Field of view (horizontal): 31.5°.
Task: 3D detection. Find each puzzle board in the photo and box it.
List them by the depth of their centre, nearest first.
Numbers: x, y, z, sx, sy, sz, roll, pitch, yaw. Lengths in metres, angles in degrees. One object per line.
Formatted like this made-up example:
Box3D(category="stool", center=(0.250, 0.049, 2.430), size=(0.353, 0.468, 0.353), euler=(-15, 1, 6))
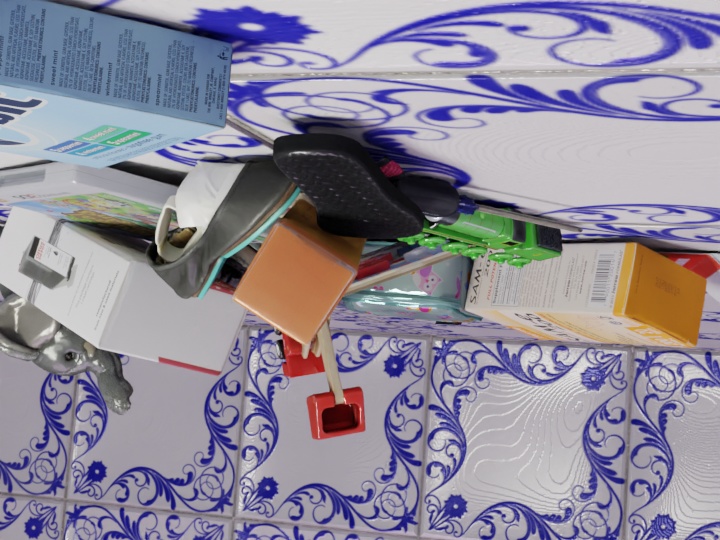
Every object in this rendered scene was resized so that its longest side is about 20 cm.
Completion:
Box3D(category="puzzle board", center=(0.000, 0.000, 1.156), size=(0.199, 0.017, 0.151), euler=(-19, -173, -10))

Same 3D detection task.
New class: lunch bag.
Box3D(category="lunch bag", center=(0.046, 0.013, 1.363), size=(0.160, 0.077, 0.200), euler=(2, 174, 17))

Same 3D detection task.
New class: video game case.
Box3D(category="video game case", center=(-0.192, -0.052, 1.058), size=(0.200, 0.022, 0.182), euler=(15, 170, -39))

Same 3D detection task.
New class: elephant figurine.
Box3D(category="elephant figurine", center=(-0.338, 0.051, 1.390), size=(0.155, 0.201, 0.141), euler=(-1, 173, 41))

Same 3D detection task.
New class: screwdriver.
Box3D(category="screwdriver", center=(0.097, -0.044, 0.977), size=(0.200, 0.028, 0.029), euler=(13, 141, -39))

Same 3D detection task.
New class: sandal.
Box3D(category="sandal", center=(-0.003, -0.062, 0.845), size=(0.075, 0.045, 0.200), euler=(-2, 163, 14))

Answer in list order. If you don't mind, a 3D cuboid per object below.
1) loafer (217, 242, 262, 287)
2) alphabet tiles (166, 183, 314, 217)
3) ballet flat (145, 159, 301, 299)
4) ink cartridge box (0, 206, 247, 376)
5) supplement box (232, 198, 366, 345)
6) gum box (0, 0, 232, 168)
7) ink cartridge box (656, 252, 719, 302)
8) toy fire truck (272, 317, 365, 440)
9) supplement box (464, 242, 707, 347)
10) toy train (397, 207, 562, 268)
Box3D(category="loafer", center=(-0.121, 0.009, 1.232), size=(0.072, 0.063, 0.200), euler=(37, 169, -1))
Box3D(category="alphabet tiles", center=(-0.106, -0.053, 1.126), size=(0.195, 0.015, 0.200), euler=(7, 174, -22))
Box3D(category="ballet flat", center=(-0.110, -0.036, 0.938), size=(0.068, 0.068, 0.200), euler=(34, 142, -11))
Box3D(category="ink cartridge box", center=(-0.221, 0.014, 1.160), size=(0.200, 0.083, 0.147), euler=(25, -177, 44))
Box3D(category="supplement box", center=(-0.041, -0.004, 0.946), size=(0.066, 0.069, 0.200), euler=(32, -170, -2))
Box3D(category="gum box", center=(-0.188, -0.093, 0.614), size=(0.199, 0.045, 0.170), euler=(8, 173, -31))
Box3D(category="ink cartridge box", center=(0.376, 0.015, 1.297), size=(0.199, 0.050, 0.162), euler=(0, 174, 7))
Box3D(category="toy fire truck", center=(-0.048, 0.059, 1.256), size=(0.049, 0.201, 0.141), euler=(-9, -178, -16))
Box3D(category="supplement box", center=(0.220, 0.025, 1.264), size=(0.126, 0.074, 0.200), euler=(22, 166, -39))
Box3D(category="toy train", center=(0.101, -0.034, 1.049), size=(0.056, 0.042, 0.200), euler=(-13, 165, 37))
